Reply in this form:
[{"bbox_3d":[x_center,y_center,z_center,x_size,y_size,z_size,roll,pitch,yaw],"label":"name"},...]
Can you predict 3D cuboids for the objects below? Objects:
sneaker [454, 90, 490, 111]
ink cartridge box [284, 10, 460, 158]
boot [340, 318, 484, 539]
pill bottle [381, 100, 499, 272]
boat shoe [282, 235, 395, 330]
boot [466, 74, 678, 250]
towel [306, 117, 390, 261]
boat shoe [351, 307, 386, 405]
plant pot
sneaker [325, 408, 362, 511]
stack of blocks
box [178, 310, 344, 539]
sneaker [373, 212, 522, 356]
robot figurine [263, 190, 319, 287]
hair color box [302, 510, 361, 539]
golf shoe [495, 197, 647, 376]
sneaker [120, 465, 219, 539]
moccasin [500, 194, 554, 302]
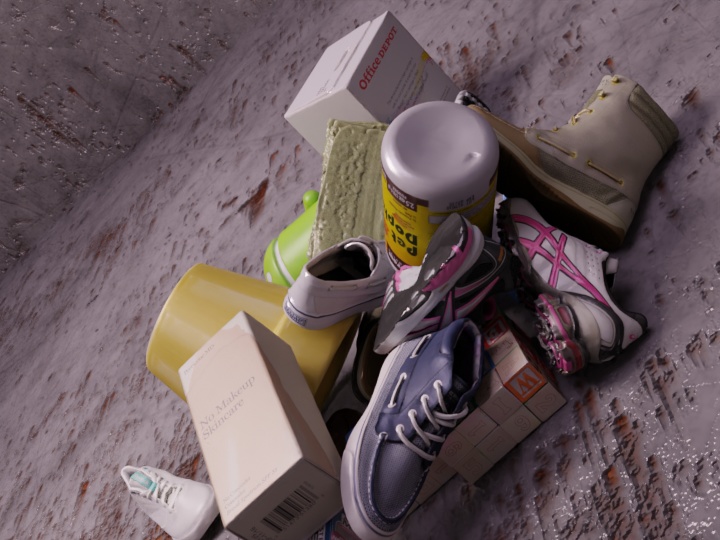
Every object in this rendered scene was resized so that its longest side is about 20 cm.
[{"bbox_3d":[0.126,-0.154,1.263,0.081,0.075,0.202,-40,24,37],"label":"sneaker"},{"bbox_3d":[0.031,-0.207,1.336,0.143,0.200,0.149,-15,39,50],"label":"ink cartridge box"},{"bbox_3d":[0.047,0.125,0.829,0.090,0.072,0.202,-33,28,40],"label":"boot"},{"bbox_3d":[0.075,-0.057,0.958,0.107,0.202,0.111,-2,55,3],"label":"pill bottle"},{"bbox_3d":[0.000,0.000,1.036,0.199,0.073,0.066,-33,-26,-52],"label":"boat shoe"},{"bbox_3d":[0.199,-0.134,0.971,0.156,0.198,0.072,-55,-5,-19],"label":"boot"},{"bbox_3d":[0.017,-0.084,1.207,0.037,0.145,0.205,99,179,-76],"label":"towel"},{"bbox_3d":[0.029,0.077,1.091,0.064,0.073,0.201,-34,18,38],"label":"boat shoe"},{"bbox_3d":[-0.121,0.092,1.078,0.204,0.186,0.201,-63,-5,-9],"label":"plant pot"},{"bbox_3d":[-0.045,0.210,1.004,0.070,0.075,0.202,-28,32,37],"label":"sneaker"},{"bbox_3d":[0.081,0.137,0.917,0.200,0.058,0.116,-43,25,12],"label":"stack of blocks"},{"bbox_3d":[-0.087,0.139,0.879,0.095,0.078,0.201,-42,39,7],"label":"box"},{"bbox_3d":[0.078,0.033,0.915,0.200,0.085,0.082,-47,23,57],"label":"sneaker"},{"bbox_3d":[-0.044,-0.024,1.296,0.199,0.115,0.177,-38,35,23],"label":"robot figurine"},{"bbox_3d":[-0.064,0.296,0.879,0.199,0.100,0.061,-37,27,25],"label":"hair color box"},{"bbox_3d":[0.184,0.004,0.902,0.090,0.073,0.202,-19,48,-2],"label":"golf shoe"},{"bbox_3d":[-0.242,0.277,1.223,0.198,0.088,0.076,-7,44,55],"label":"sneaker"},{"bbox_3d":[0.188,-0.058,1.023,0.067,0.080,0.204,-12,57,31],"label":"moccasin"}]
